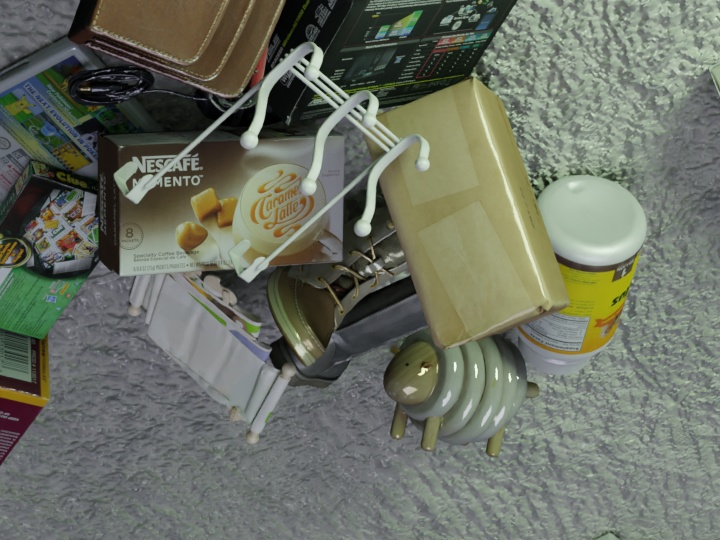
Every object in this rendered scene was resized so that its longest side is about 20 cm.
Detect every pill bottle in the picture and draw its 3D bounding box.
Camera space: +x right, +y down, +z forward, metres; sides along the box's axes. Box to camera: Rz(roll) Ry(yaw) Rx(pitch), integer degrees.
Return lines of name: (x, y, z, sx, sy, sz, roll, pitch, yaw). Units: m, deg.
pill bottle: (0.206, 0.011, 1.617, 0.109, 0.109, 0.200, -3, 140, -9)

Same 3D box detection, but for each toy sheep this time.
toy sheep: (0.104, 0.118, 1.706, 0.200, 0.138, 0.138, 9, 138, -41)

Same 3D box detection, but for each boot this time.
boot: (0.024, 0.043, 1.601, 0.200, 0.073, 0.182, -32, 179, 14)
boot: (0.000, 0.000, 1.501, 0.154, 0.200, 0.072, -24, 112, 13)

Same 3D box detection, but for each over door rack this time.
over door rack: (-0.064, -0.069, 1.272, 0.200, 0.067, 0.148, -32, 134, 23)

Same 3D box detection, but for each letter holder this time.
letter holder: (-0.101, -0.234, 1.168, 0.142, 0.101, 0.201, 19, 87, -17)

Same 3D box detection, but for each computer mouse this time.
computer mouse: (-0.146, -0.154, 1.398, 0.199, 0.034, 0.059, 3, 145, -21)

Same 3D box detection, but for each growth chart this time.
growth chart: (-0.143, 0.059, 1.572, 0.018, 0.200, 0.145, -37, 169, -43)

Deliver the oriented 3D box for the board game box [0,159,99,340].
board game box: (-0.293, -0.014, 1.508, 0.105, 0.024, 0.200, 17, 132, -31)

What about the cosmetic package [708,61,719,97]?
cosmetic package: (0.411, -0.131, 1.527, 0.103, 0.073, 0.200, -29, 138, 20)

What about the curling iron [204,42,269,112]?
curling iron: (-0.078, -0.215, 1.249, 0.049, 0.026, 0.201, 10, 101, -36)

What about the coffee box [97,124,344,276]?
coffee box: (-0.119, -0.063, 1.426, 0.199, 0.080, 0.115, -3, 104, -21)

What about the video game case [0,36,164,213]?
video game case: (-0.266, -0.100, 1.450, 0.182, 0.022, 0.200, -24, 137, 16)

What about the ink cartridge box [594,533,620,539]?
ink cartridge box: (0.294, 0.455, 2.085, 0.144, 0.200, 0.084, -30, 136, 22)

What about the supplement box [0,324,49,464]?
supplement box: (-0.382, 0.129, 1.622, 0.085, 0.111, 0.200, 18, 132, -29)

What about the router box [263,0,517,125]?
router box: (0.027, -0.198, 1.305, 0.200, 0.062, 0.150, -14, 150, -42)

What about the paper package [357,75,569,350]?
paper package: (0.091, -0.044, 1.391, 0.103, 0.201, 0.191, -20, 175, 11)
